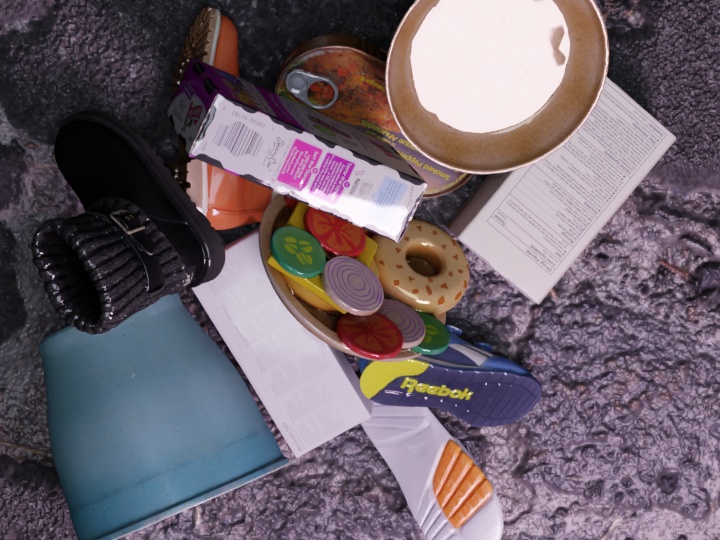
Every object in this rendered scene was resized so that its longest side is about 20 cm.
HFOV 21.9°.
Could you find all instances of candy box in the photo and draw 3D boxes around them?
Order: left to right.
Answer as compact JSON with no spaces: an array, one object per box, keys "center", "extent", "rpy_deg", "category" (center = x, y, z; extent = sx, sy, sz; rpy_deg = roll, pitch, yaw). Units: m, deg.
[{"center":[-0.056,-0.103,1.585],"extent":[0.200,0.136,0.061],"rpy_deg":[21,103,-20],"category":"candy box"}]

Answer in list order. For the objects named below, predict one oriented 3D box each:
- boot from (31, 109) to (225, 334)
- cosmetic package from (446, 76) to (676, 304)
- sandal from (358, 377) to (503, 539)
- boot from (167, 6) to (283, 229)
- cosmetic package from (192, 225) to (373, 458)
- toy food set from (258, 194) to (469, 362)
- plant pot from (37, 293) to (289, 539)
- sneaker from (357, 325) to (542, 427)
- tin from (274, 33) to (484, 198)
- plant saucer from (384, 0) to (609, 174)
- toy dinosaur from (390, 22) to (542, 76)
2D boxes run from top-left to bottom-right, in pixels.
[{"center":[-0.230,-0.047,1.596],"extent":[0.211,0.158,0.079],"rpy_deg":[44,130,20],"category":"boot"},{"center":[0.182,-0.080,1.712],"extent":[0.105,0.071,0.200],"rpy_deg":[41,93,-12],"category":"cosmetic package"},{"center":[0.069,0.180,1.753],"extent":[0.079,0.059,0.207],"rpy_deg":[-33,80,10],"category":"sandal"},{"center":[-0.114,-0.135,1.678],"extent":[0.107,0.075,0.200],"rpy_deg":[0,98,-22],"category":"boot"},{"center":[-0.074,0.064,1.709],"extent":[0.082,0.051,0.200],"rpy_deg":[-29,99,8],"category":"cosmetic package"},{"center":[0.000,0.000,1.654],"extent":[0.200,0.198,0.049],"rpy_deg":[34,129,-9],"category":"toy food set"},{"center":[-0.191,0.125,1.653],"extent":[0.200,0.200,0.188],"rpy_deg":[-23,86,-2],"category":"plant pot"},{"center":[0.082,0.088,1.726],"extent":[0.200,0.082,0.074],"rpy_deg":[18,122,-31],"category":"sneaker"},{"center":[0.017,-0.139,1.681],"extent":[0.200,0.042,0.112],"rpy_deg":[25,114,-15],"category":"tin"},{"center":[0.115,-0.182,1.620],"extent":[0.200,0.035,0.200],"rpy_deg":[-6,119,-10],"category":"plant saucer"},{"center":[0.075,-0.247,1.687],"extent":[0.182,0.200,0.105],"rpy_deg":[49,123,14],"category":"toy dinosaur"}]
